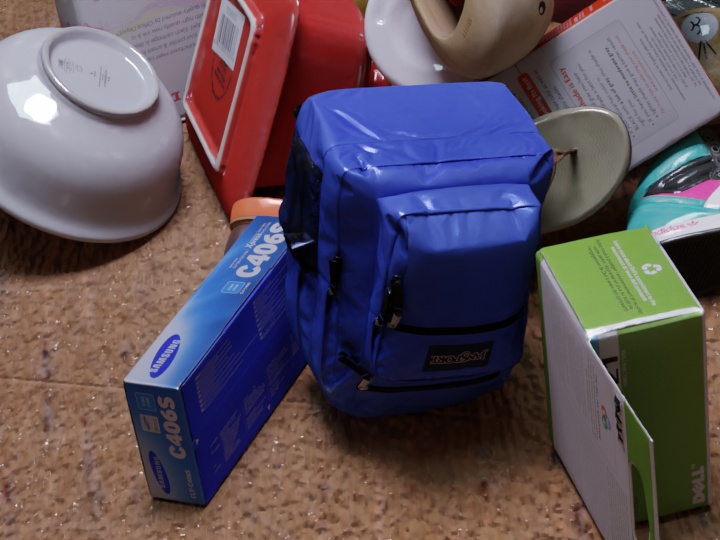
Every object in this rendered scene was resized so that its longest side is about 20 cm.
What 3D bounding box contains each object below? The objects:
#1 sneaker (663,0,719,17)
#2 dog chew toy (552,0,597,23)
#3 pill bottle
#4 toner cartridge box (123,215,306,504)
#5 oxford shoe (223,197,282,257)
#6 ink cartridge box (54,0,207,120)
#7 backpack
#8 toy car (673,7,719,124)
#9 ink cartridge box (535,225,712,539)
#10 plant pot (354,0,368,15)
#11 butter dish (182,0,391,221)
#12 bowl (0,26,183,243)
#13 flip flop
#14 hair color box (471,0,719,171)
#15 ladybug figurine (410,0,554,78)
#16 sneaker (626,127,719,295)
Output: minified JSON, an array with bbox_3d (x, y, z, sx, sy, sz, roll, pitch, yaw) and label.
[{"bbox_3d":[0.227,-0.182,1.702,0.199,0.076,0.114,-12,30,-10],"label":"sneaker"},{"bbox_3d":[0.178,-0.253,1.547,0.124,0.125,0.200,-22,3,-20],"label":"dog chew toy"},{"bbox_3d":[0.074,-0.186,1.651,0.111,0.111,0.200,-2,2,11],"label":"pill bottle"},{"bbox_3d":[-0.085,0.055,1.388,0.043,0.095,0.200,5,34,24],"label":"toner cartridge box"},{"bbox_3d":[0.000,0.000,1.500,0.200,0.071,0.073,7,69,12],"label":"oxford shoe"},{"bbox_3d":[-0.178,-0.228,1.760,0.145,0.200,0.088,-21,31,-17],"label":"ink cartridge box"},{"bbox_3d":[0.031,0.002,1.342,0.162,0.200,0.168,-1,37,-15],"label":"backpack"},{"bbox_3d":[0.268,-0.169,1.582,0.200,0.158,0.165,-8,52,13],"label":"toy car"},{"bbox_3d":[0.169,0.090,1.218,0.076,0.148,0.200,-13,33,-8],"label":"ink cartridge box"},{"bbox_3d":[0.044,-0.303,1.843,0.189,0.201,0.201,-27,33,1],"label":"plant pot"},{"bbox_3d":[-0.046,-0.154,1.660,0.148,0.200,0.200,6,27,-21],"label":"butter dish"},{"bbox_3d":[-0.215,-0.124,1.617,0.201,0.090,0.201,20,39,-17],"label":"bowl"},{"bbox_3d":[0.092,-0.060,1.440,0.200,0.081,0.058,-13,-3,-2],"label":"flip flop"},{"bbox_3d":[0.147,-0.112,1.498,0.200,0.111,0.064,-32,8,10],"label":"hair color box"},{"bbox_3d":[0.082,-0.222,1.481,0.072,0.136,0.200,-5,51,-21],"label":"ladybug figurine"},{"bbox_3d":[0.278,-0.049,1.476,0.200,0.084,0.121,-9,42,3],"label":"sneaker"}]
